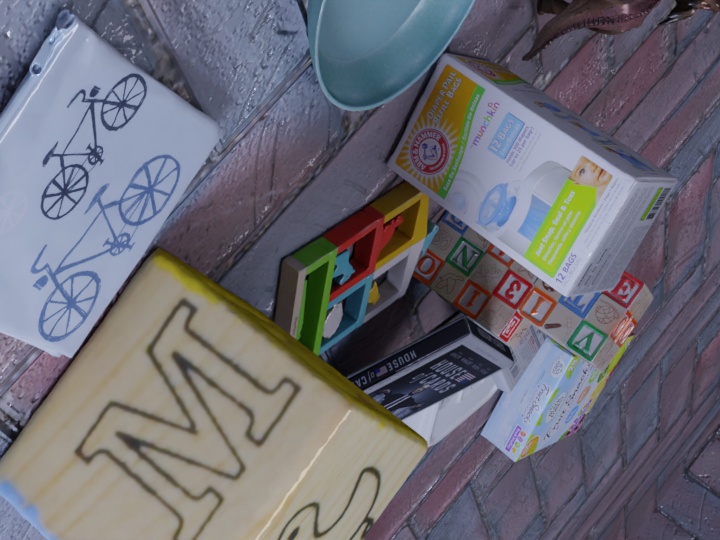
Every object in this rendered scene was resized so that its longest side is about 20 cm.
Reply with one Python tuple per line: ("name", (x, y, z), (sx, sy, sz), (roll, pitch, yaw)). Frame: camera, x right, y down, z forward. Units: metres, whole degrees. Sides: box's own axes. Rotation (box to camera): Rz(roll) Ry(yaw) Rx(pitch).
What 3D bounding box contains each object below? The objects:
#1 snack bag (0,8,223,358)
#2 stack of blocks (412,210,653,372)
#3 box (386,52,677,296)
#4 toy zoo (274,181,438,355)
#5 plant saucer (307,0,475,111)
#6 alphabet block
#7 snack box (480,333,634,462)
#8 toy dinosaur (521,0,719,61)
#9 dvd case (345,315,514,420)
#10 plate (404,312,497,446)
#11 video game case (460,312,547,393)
("snack bag", (-0.179, -0.041, 0.815), (0.189, 0.021, 0.200), (-55, 156, 0))
("stack of blocks", (0.157, 0.013, 1.270), (0.116, 0.199, 0.059), (-55, 156, 0))
("box", (0.139, -0.081, 1.118), (0.101, 0.200, 0.113), (-5, 129, -58))
("toy zoo", (0.000, 0.000, 1.187), (0.199, 0.020, 0.132), (-35, 149, -38))
("plant saucer", (0.025, -0.208, 0.950), (0.200, 0.036, 0.201), (-42, 153, -27))
("alphabet block", (-0.102, 0.135, 0.970), (0.201, 0.196, 0.195), (-54, 157, -1))
("snack box", (0.261, 0.149, 1.790), (0.199, 0.068, 0.170), (-10, 131, -55))
("toy dinosaur", (0.229, -0.235, 1.162), (0.200, 0.135, 0.086), (-39, 151, -29))
("dvd case", (0.037, 0.110, 1.281), (0.199, 0.025, 0.150), (-28, 158, 14))
("plate", (0.119, 0.113, 1.531), (0.199, 0.032, 0.201), (-34, 149, -38))
("video game case", (0.182, 0.015, 1.479), (0.183, 0.022, 0.200), (-54, 147, -16))
